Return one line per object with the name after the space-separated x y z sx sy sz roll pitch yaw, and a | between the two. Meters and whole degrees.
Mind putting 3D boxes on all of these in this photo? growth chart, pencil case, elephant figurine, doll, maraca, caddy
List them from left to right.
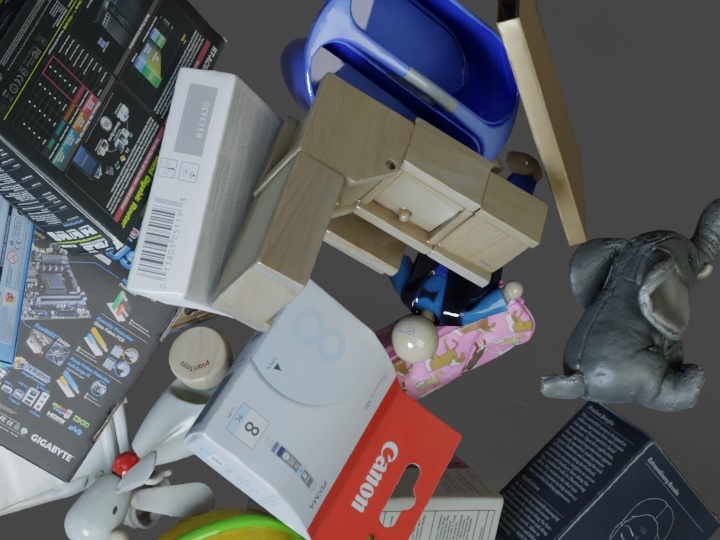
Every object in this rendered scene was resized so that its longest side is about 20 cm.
-0.277 0.135 1.055 0.200 0.018 0.145 -9 111 -23 | growth chart
-0.133 0.256 1.037 0.200 0.107 0.137 -26 130 -8 | maraca
0.035 -0.153 1.052 0.200 0.105 0.141 31 93 -31 | caddy
0.051 0.070 1.154 0.200 0.083 0.087 -28 119 -14 | pencil case
0.079 -0.010 1.116 0.200 0.136 0.048 -64 147 -19 | doll
0.260 0.022 1.229 0.141 0.155 0.200 9 94 16 | elephant figurine

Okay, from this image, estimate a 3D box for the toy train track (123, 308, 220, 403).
-0.168 0.045 1.059 0.200 0.033 0.115 -20 106 -23 | toy train track

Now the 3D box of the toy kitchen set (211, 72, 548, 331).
0.000 0.000 0.998 0.200 0.163 0.180 29 55 -16 | toy kitchen set

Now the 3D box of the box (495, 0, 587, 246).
0.150 -0.143 1.088 0.021 0.164 0.200 -13 118 15 | box

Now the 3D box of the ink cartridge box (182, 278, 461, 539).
-0.016 0.128 1.038 0.200 0.047 0.160 39 58 -11 | ink cartridge box

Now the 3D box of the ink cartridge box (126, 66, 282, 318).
-0.102 -0.047 0.991 0.050 0.200 0.161 11 84 11 | ink cartridge box

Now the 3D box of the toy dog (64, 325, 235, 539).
-0.137 0.147 1.056 0.132 0.096 0.200 20 99 -60 | toy dog

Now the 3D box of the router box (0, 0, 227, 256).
-0.192 -0.133 0.915 0.150 0.062 0.200 46 52 -35 | router box

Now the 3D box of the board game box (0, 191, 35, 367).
-0.300 -0.032 0.845 0.200 0.037 0.151 24 66 -48 | board game box

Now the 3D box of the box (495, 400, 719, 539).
0.221 0.253 1.287 0.200 0.107 0.148 -44 120 -5 | box

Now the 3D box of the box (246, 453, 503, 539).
0.006 0.235 1.175 0.200 0.109 0.128 5 106 -27 | box

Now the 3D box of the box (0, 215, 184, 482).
-0.246 0.023 0.979 0.200 0.050 0.199 35 79 -22 | box
